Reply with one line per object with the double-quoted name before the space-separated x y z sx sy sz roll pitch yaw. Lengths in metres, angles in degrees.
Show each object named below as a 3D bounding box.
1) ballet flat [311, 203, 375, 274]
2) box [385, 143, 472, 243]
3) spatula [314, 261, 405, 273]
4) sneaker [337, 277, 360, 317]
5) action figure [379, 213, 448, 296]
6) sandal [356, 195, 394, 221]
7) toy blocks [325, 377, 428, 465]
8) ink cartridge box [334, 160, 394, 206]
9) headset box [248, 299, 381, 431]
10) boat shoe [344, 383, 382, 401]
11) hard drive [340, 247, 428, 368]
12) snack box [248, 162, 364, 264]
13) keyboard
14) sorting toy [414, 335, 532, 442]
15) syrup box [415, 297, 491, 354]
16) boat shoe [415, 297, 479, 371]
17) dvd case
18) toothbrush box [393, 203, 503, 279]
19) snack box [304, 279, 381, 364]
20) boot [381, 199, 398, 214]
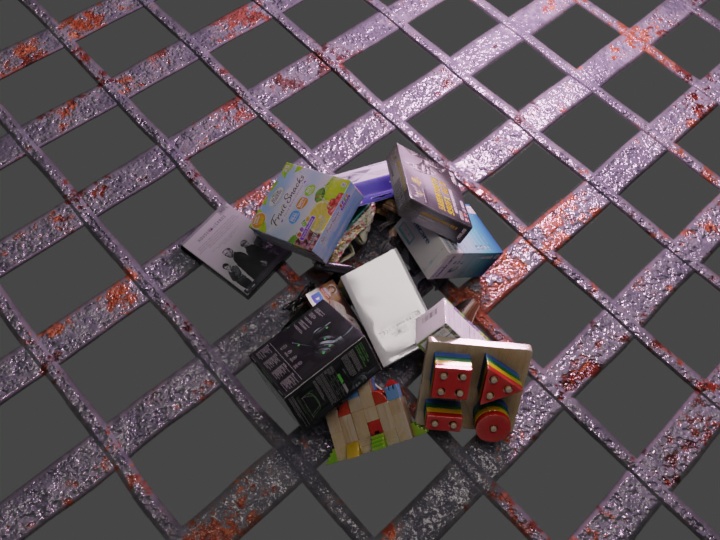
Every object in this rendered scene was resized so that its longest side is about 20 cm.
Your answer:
"ballet flat" -0.026 -0.067 1.687 0.200 0.075 0.064 -45 102 -21
"box" 0.139 -0.161 1.619 0.156 0.049 0.202 23 34 -24
"spatula" 0.000 0.000 1.633 0.195 0.021 0.058 5 75 -9
"sneaker" 0.029 0.092 1.624 0.197 0.067 0.091 25 70 7
"action figure" 0.107 -0.042 1.710 0.128 0.070 0.202 -18 69 -33
"sandal" 0.043 -0.136 1.770 0.196 0.082 0.056 -20 81 -14
"toy blocks" 0.013 0.265 1.469 0.196 0.100 0.140 -19 81 12
"ink cartridge box" 0.019 -0.195 1.755 0.196 0.041 0.200 -17 20 -16
"headset box" -0.081 0.167 1.471 0.199 0.094 0.174 -37 35 -14
"boat shoe" -0.047 0.223 1.541 0.197 0.066 0.073 23 59 9
"hard drive" 0.060 0.074 1.584 0.130 0.025 0.203 -26 77 -1
"snack box" -0.116 -0.123 1.651 0.198 0.068 0.171 19 74 39
"keyboard" -0.091 0.077 1.656 0.104 0.040 0.200 46 61 -5
"sorting toy" 0.211 0.232 1.473 0.194 0.204 0.070 5 31 -2
"syrup box" 0.199 0.156 1.516 0.199 0.078 0.082 41 28 -22
"boat shoe" 0.189 0.147 1.616 0.074 0.075 0.201 45 63 -13
"dvd case" -0.270 -0.046 1.713 0.198 0.025 0.151 34 61 16
"toothbrush box" 0.189 -0.065 1.678 0.198 0.086 0.148 -2 51 -48
"snack box" -0.034 0.120 1.609 0.071 0.024 0.202 -28 75 -23
"boot" 0.121 -0.153 1.728 0.073 0.077 0.198 30 21 35
